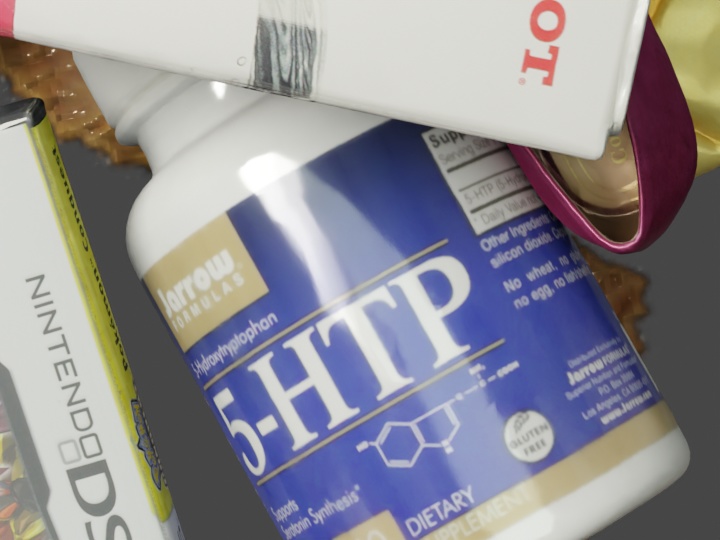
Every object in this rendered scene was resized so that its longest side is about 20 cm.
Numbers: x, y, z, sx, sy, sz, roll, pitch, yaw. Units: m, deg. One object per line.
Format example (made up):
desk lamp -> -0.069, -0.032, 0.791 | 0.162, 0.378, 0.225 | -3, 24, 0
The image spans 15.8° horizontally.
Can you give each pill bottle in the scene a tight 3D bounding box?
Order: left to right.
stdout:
pill bottle -> 0.000, 0.000, 0.770 | 0.119, 0.120, 0.200 | -29, 85, -9

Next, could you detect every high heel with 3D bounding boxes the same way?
high heel -> 0.037, -0.099, 0.725 | 0.067, 0.096, 0.200 | -32, 105, 17

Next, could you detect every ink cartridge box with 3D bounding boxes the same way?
ink cartridge box -> -0.016, -0.124, 0.658 | 0.199, 0.084, 0.145 | 12, 108, 5

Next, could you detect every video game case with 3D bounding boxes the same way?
video game case -> -0.159, 0.064, 0.742 | 0.199, 0.026, 0.181 | -16, 104, 5

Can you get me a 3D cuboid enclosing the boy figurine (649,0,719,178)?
boy figurine -> 0.090, -0.075, 0.820 | 0.200, 0.064, 0.124 | 37, 77, 4
